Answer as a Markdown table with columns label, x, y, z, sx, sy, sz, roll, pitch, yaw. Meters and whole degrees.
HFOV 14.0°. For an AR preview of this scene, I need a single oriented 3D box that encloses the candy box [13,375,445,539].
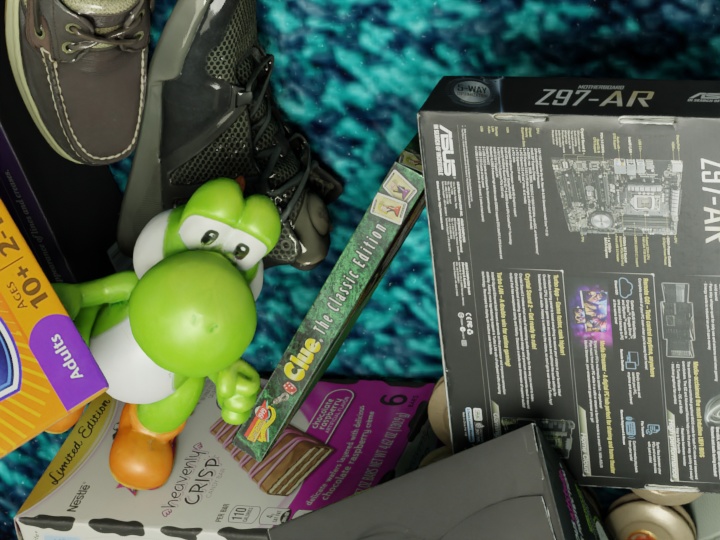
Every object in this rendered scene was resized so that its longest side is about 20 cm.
| label | x | y | z | sx | sy | sz | roll | pitch | yaw |
| --- | --- | --- | --- | --- | --- | --- | --- | --- | --- |
| candy box | -0.065 | 0.117 | 1.565 | 0.199 | 0.137 | 0.061 | 0 | 125 | 23 |

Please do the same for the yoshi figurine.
| label | x | y | z | sx | sy | sz | roll | pitch | yaw |
| --- | --- | --- | --- | --- | --- | --- | --- | --- | --- |
| yoshi figurine | -0.102 | 0.037 | 1.456 | 0.200 | 0.112 | 0.112 | -54 | 54 | 46 |

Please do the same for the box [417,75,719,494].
| label | x | y | z | sx | sy | sz | roll | pitch | yaw |
| --- | --- | --- | --- | --- | --- | --- | --- | --- | --- |
| box | 0.116 | 0.008 | 1.396 | 0.159 | 0.044 | 0.201 | 2 | 118 | 18 |

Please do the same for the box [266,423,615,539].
| label | x | y | z | sx | sy | sz | roll | pitch | yaw |
| --- | --- | --- | --- | --- | --- | --- | --- | --- | --- |
| box | 0.065 | 0.195 | 1.429 | 0.148 | 0.125 | 0.200 | -22 | 139 | 11 |

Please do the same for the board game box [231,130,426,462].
| label | x | y | z | sx | sy | sz | roll | pitch | yaw |
| --- | --- | --- | --- | --- | --- | --- | --- | --- | --- |
| board game box | 0.000 | 0.000 | 1.496 | 0.023 | 0.105 | 0.200 | 31 | 124 | 1 |

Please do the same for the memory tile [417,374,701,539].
| label | x | y | z | sx | sy | sz | roll | pitch | yaw |
| --- | --- | --- | --- | --- | --- | --- | --- | --- | --- |
| memory tile | 0.108 | 0.063 | 1.466 | 0.153 | 0.017 | 0.201 | 14 | 122 | 11 |

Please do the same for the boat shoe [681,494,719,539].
| label | x | y | z | sx | sy | sz | roll | pitch | yaw |
| --- | --- | --- | --- | --- | --- | --- | --- | --- | --- |
| boat shoe | 0.225 | 0.084 | 1.466 | 0.060 | 0.076 | 0.200 | 7 | 147 | -27 |

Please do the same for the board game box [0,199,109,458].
| label | x | y | z | sx | sy | sz | roll | pitch | yaw |
| --- | --- | --- | --- | --- | --- | --- | --- | --- | --- |
| board game box | -0.281 | 0.034 | 1.431 | 0.201 | 0.199 | 0.200 | 60 | 154 | -3 |

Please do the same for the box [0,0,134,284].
| label | x | y | z | sx | sy | sz | roll | pitch | yaw |
| --- | --- | --- | --- | --- | --- | --- | --- | --- | --- |
| box | -0.216 | -0.046 | 1.585 | 0.141 | 0.079 | 0.201 | -14 | 110 | 32 |

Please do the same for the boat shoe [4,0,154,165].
| label | x | y | z | sx | sy | sz | roll | pitch | yaw |
| --- | --- | --- | --- | --- | --- | --- | --- | --- | --- |
| boat shoe | -0.141 | -0.141 | 1.493 | 0.065 | 0.073 | 0.201 | 36 | 139 | 55 |

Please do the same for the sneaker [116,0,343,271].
| label | x | y | z | sx | sy | sz | roll | pitch | yaw |
| --- | --- | --- | --- | --- | --- | --- | --- | --- | --- |
| sneaker | -0.055 | -0.073 | 1.502 | 0.114 | 0.076 | 0.200 | 20 | 126 | 10 |
